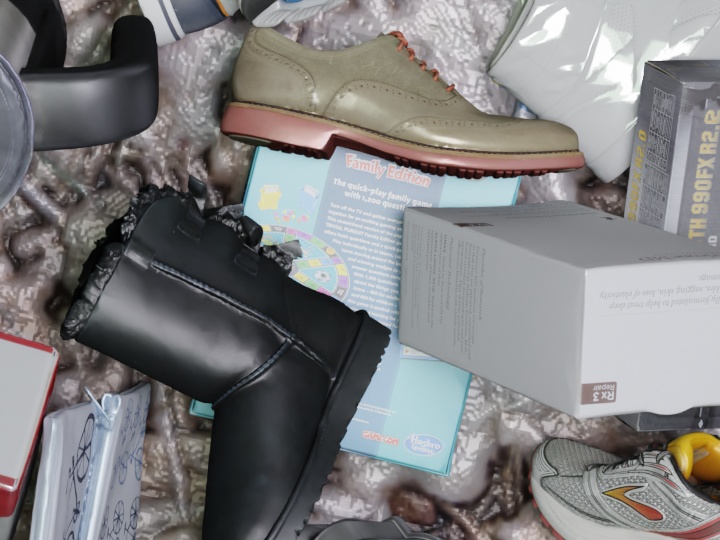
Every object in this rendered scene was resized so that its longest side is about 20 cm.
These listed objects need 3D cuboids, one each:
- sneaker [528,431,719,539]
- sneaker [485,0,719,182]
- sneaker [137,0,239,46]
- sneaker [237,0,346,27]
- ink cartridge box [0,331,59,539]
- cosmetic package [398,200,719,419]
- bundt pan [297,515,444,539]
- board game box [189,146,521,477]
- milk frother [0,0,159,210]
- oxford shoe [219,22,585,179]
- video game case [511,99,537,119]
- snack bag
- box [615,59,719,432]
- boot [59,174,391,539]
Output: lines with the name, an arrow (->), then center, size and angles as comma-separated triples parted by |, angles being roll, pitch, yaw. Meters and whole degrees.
sneaker -> 0.174, 0.120, 1.561 | 0.078, 0.200, 0.083 | -17, 113, -41
sneaker -> 0.156, -0.161, 1.573 | 0.115, 0.074, 0.200 | 39, 91, -7
sneaker -> -0.113, -0.231, 1.579 | 0.079, 0.078, 0.201 | -21, 104, 2
sneaker -> 0.008, -0.197, 1.565 | 0.199, 0.075, 0.087 | -12, 66, -34
ink cartridge box -> -0.245, 0.092, 1.515 | 0.144, 0.200, 0.084 | 16, 67, -4
cosmetic package -> 0.112, 0.017, 1.495 | 0.112, 0.200, 0.082 | -4, 100, -28
bundt pan -> -0.023, 0.226, 1.543 | 0.201, 0.076, 0.203 | -13, 68, 36
board game box -> 0.000, 0.000, 1.607 | 0.150, 0.047, 0.201 | 14, 91, -4
milk frother -> -0.207, -0.147, 1.495 | 0.180, 0.188, 0.201 | -19, 109, 5
oxford shoe -> 0.027, -0.092, 1.547 | 0.199, 0.070, 0.075 | 9, 86, -4
video game case -> 0.208, -0.139, 1.625 | 0.199, 0.023, 0.183 | 19, 91, -4
snack bag -> -0.149, 0.156, 1.532 | 0.021, 0.200, 0.190 | 7, 91, 8
box -> 0.222, -0.013, 1.570 | 0.158, 0.048, 0.201 | -2, 108, -22
boot -> -0.085, 0.058, 1.514 | 0.162, 0.073, 0.199 | 32, 59, -12
